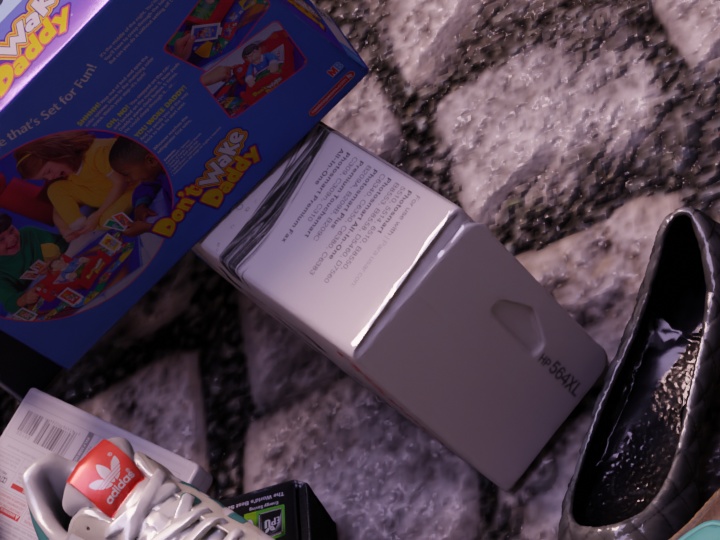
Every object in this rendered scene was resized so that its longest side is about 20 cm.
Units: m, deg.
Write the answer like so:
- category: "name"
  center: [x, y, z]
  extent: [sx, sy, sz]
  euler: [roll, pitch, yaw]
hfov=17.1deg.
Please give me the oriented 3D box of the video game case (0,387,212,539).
- category: "video game case"
  center: [-0.175, 0.168, 1.232]
  extent: [0.143, 0.018, 0.201]
  euler: [19, 73, 42]

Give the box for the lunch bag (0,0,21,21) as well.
- category: "lunch bag"
  center: [-0.170, -0.085, 1.180]
  extent: [0.199, 0.094, 0.151]
  euler: [-31, 46, 27]

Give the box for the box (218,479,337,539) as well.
- category: "box"
  center: [-0.103, 0.209, 1.105]
  extent: [0.198, 0.048, 0.194]
  euler: [-16, 46, 15]

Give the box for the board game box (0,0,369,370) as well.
- category: "board game box"
  center: [-0.112, -0.062, 1.057]
  extent: [0.200, 0.134, 0.045]
  euler: [-44, 46, 11]

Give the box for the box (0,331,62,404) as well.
- category: "box"
  center: [-0.183, -0.056, 1.329]
  extent: [0.200, 0.107, 0.148]
  euler: [-50, 46, -3]

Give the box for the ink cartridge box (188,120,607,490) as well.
- category: "ink cartridge box"
  center: [0.000, 0.000, 1.128]
  extent: [0.085, 0.146, 0.200]
  euler: [-51, 44, -3]

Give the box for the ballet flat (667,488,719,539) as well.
- category: "ballet flat"
  center: [0.173, 0.115, 0.975]
  extent: [0.200, 0.072, 0.068]
  euler: [-45, 44, 1]

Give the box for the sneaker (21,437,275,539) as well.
- category: "sneaker"
  center: [-0.087, 0.123, 1.034]
  extent: [0.070, 0.094, 0.199]
  euler: [-43, 24, -23]

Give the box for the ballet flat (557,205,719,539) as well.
- category: "ballet flat"
  center: [0.121, 0.066, 1.057]
  extent: [0.066, 0.057, 0.201]
  euler: [1, 61, 37]
